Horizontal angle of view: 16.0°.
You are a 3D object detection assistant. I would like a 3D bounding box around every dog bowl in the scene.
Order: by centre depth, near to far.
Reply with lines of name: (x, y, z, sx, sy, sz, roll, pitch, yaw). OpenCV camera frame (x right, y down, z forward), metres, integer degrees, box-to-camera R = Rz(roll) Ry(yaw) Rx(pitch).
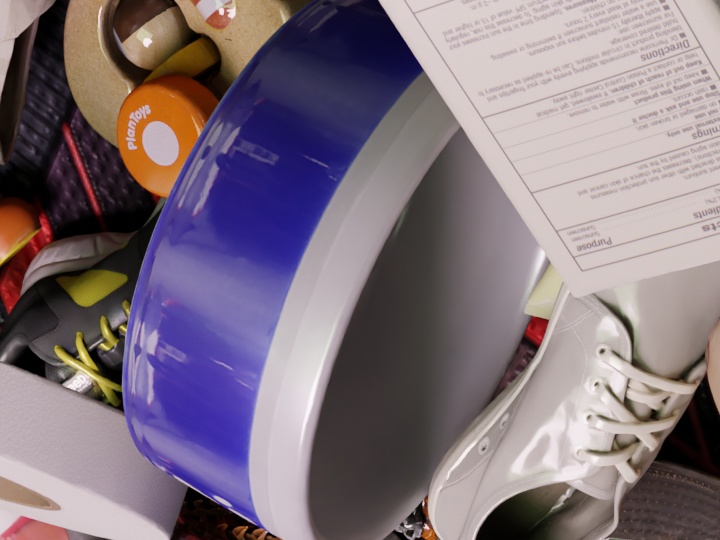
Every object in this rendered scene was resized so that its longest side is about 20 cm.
dog bowl: (0.000, 0.000, 0.937, 0.079, 0.200, 0.201, 25, 131, 21)

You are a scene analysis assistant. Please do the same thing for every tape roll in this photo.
tape roll: (-0.165, 0.062, 1.032, 0.202, 0.037, 0.203, 18, 167, 4)

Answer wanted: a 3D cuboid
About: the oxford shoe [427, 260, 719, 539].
oxford shoe: (0.094, 0.043, 0.937, 0.075, 0.058, 0.200, 19, 120, -29)

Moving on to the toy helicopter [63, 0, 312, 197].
toy helicopter: (-0.069, -0.136, 0.994, 0.132, 0.079, 0.200, 33, 123, 23)

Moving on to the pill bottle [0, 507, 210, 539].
pill bottle: (-0.101, 0.171, 1.184, 0.200, 0.111, 0.111, 48, 134, -4)

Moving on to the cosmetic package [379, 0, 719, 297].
cosmetic package: (0.071, -0.095, 0.817, 0.103, 0.073, 0.200, -16, 126, 30)

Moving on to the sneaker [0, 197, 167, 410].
sneaker: (-0.088, 0.022, 1.078, 0.074, 0.085, 0.200, 42, 143, -19)

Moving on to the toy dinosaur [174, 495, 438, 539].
toy dinosaur: (-0.006, 0.092, 1.085, 0.200, 0.102, 0.136, -30, 119, 21)

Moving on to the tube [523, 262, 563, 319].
tube: (0.122, -0.044, 0.930, 0.058, 0.052, 0.200, 44, 139, 26)

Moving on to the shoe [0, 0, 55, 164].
shoe: (-0.140, -0.110, 1.002, 0.053, 0.070, 0.200, 28, 141, -2)

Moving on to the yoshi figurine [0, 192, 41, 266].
yoshi figurine: (-0.234, -0.068, 1.118, 0.112, 0.112, 0.200, -36, 95, 36)

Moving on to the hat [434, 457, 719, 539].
hat: (0.113, 0.171, 1.029, 0.200, 0.081, 0.201, 10, 135, 10)

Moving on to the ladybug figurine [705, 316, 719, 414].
ladybug figurine: (0.188, 0.046, 0.888, 0.136, 0.072, 0.200, 34, 167, 14)
